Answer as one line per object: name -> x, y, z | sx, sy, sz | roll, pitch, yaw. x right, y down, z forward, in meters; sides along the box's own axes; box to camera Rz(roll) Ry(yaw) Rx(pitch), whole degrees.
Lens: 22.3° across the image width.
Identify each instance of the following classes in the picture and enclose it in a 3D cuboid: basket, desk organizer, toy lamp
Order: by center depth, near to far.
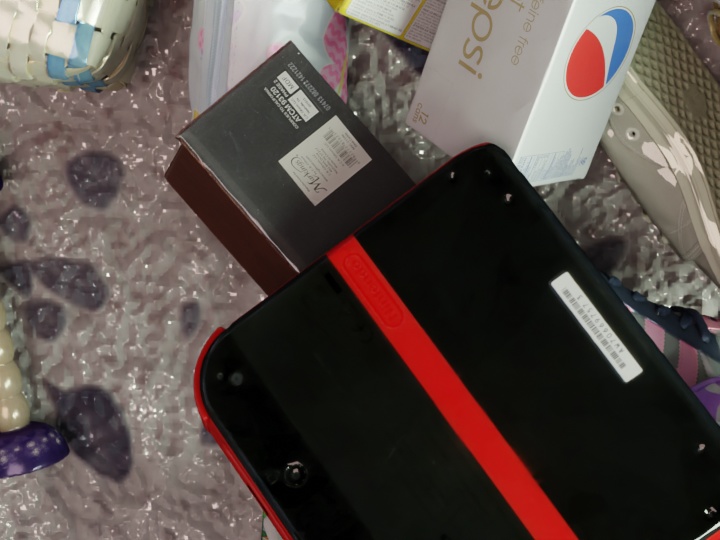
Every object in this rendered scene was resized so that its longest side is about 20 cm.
desk organizer -> 0.000, 0.000, 0.856 | 0.072, 0.077, 0.200 | -41, 91, -17
basket -> -0.201, -0.162, 0.900 | 0.199, 0.176, 0.140 | 12, 92, -1
toy lamp -> -0.209, 0.012, 0.999 | 0.058, 0.058, 0.201 | -10, 99, 18

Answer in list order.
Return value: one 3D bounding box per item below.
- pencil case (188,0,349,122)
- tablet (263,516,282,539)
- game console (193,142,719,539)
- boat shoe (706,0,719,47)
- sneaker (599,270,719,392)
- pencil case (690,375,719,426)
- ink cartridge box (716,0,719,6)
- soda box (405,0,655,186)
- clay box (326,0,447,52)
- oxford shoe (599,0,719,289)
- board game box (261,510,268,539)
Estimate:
pencil case -> -0.045, -0.150, 0.895 | 0.083, 0.091, 0.201 | 6, 106, 17
tablet -> 0.002, 0.220, 0.905 | 0.014, 0.200, 0.130 | -27, 125, 0
game console -> 0.042, 0.069, 0.774 | 0.177, 0.031, 0.200 | -35, 75, -4
boat shoe -> 0.208, -0.085, 0.844 | 0.073, 0.063, 0.201 | -15, 104, 44
sneaker -> 0.136, 0.033, 0.876 | 0.082, 0.070, 0.200 | -37, 106, 4
pencil case -> 0.192, 0.141, 0.834 | 0.084, 0.086, 0.201 | -28, 112, -1
ink cartridge box -> 0.262, -0.140, 0.777 | 0.200, 0.088, 0.146 | -33, 94, -2
soda box -> 0.091, -0.138, 0.805 | 0.068, 0.064, 0.201 | 38, 122, 33
clay box -> 0.074, -0.194, 0.843 | 0.115, 0.048, 0.200 | 18, 112, -34
oxford shoe -> 0.156, -0.047, 0.881 | 0.058, 0.075, 0.200 | -29, 99, 46
board game box -> 0.047, 0.105, 0.965 | 0.199, 0.029, 0.135 | 7, 106, 14
